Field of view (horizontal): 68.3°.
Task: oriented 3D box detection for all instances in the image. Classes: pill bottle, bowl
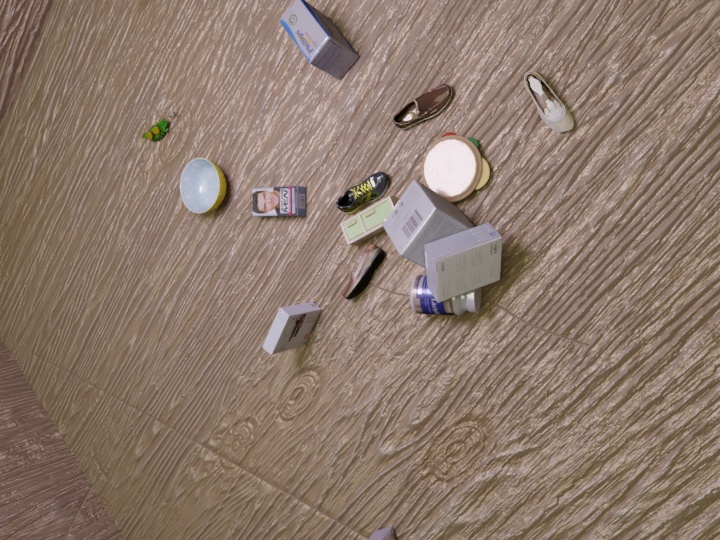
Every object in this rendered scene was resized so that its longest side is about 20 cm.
[{"bbox_3d":[0.253,0.073,1.571,0.195,0.115,0.119,0,92,28],"label":"pill bottle"},{"bbox_3d":[-0.568,-0.312,1.988,0.196,0.107,0.206,1,93,28],"label":"bowl"}]

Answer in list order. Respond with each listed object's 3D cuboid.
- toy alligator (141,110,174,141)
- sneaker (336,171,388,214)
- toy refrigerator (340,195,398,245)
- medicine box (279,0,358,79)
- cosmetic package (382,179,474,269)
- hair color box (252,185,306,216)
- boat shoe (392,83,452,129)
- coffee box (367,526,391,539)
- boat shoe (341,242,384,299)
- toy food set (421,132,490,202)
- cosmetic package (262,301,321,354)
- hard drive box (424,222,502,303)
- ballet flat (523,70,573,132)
[{"bbox_3d":[-0.799,-0.568,2.131,0.197,0.060,0.054,-25,123,25],"label":"toy alligator"},{"bbox_3d":[0.005,-0.245,1.704,0.198,0.084,0.076,-37,77,24],"label":"sneaker"},{"bbox_3d":[0.036,-0.158,1.700,0.197,0.070,0.078,-26,81,27],"label":"toy refrigerator"},{"bbox_3d":[-0.127,-0.731,1.684,0.103,0.199,0.184,-41,75,23],"label":"medicine box"},{"bbox_3d":[0.201,-0.114,1.512,0.169,0.197,0.168,-52,35,19],"label":"cosmetic package"},{"bbox_3d":[-0.288,-0.242,1.871,0.195,0.060,0.102,2,93,28],"label":"hair color box"},{"bbox_3d":[0.185,-0.492,1.602,0.200,0.074,0.076,-32,78,25],"label":"boat shoe"},{"bbox_3d":[0.092,0.952,1.700,0.079,0.114,0.204,-27,80,25],"label":"coffee box"},{"bbox_3d":[0.000,0.000,1.731,0.074,0.075,0.202,40,101,25],"label":"boat shoe"},{"bbox_3d":[0.273,-0.306,1.580,0.198,0.048,0.201,-33,77,26],"label":"toy food set"},{"bbox_3d":[-0.227,0.191,1.782,0.051,0.199,0.153,35,108,22],"label":"cosmetic package"},{"bbox_3d":[0.282,-0.021,1.454,0.077,0.195,0.159,-121,16,-49],"label":"hard drive box"},{"bbox_3d":[0.504,-0.457,1.443,0.067,0.062,0.202,-39,75,24],"label":"ballet flat"}]
